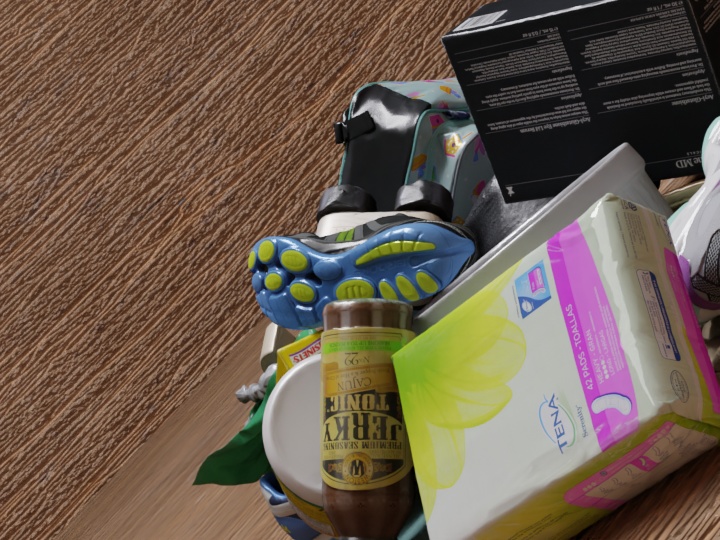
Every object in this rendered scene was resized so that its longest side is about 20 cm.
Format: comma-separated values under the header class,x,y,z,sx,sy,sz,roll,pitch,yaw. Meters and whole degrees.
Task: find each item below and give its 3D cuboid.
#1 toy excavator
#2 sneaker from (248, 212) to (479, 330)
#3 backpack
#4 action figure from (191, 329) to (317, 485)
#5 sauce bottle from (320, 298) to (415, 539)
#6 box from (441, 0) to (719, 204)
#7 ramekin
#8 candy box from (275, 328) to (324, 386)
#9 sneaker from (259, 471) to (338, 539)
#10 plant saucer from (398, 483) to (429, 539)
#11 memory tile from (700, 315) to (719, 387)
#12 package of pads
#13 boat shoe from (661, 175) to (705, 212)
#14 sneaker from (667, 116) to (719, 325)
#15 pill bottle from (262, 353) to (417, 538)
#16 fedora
class,x,y,z,sx,sy,sz,roll,pitch,yaw
toy excavator,-0.004,0.030,1.378,0.194,0.200,0.100,-1,50,13
sneaker,0.000,0.000,1.198,0.199,0.071,0.083,-8,4,38
backpack,0.081,-0.080,1.465,0.200,0.153,0.176,-18,-58,-54
action figure,-0.066,0.114,1.398,0.118,0.055,0.200,-9,-32,-30
sauce bottle,0.006,0.119,1.070,0.065,0.065,0.200,152,119,-67
box,0.179,-0.137,1.196,0.200,0.141,0.079,-7,23,37
ramekin,0.138,0.015,1.133,0.200,0.105,0.200,-40,-1,0
candy box,-0.017,0.082,1.282,0.102,0.026,0.200,-27,-17,-13
sneaker,-0.003,0.158,1.376,0.200,0.082,0.074,-41,5,22
plant saucer,0.063,0.164,1.122,0.201,0.039,0.201,-45,7,7
memory tile,0.218,0.043,1.022,0.200,0.017,0.153,-48,8,-31
package of pads,0.112,0.074,0.968,0.200,0.068,0.155,-40,47,37
boat shoe,0.229,-0.022,1.218,0.073,0.063,0.200,-20,-9,-40
sneaker,0.264,-0.057,1.006,0.140,0.078,0.200,-31,24,57
pill bottle,-0.007,0.137,1.223,0.113,0.113,0.200,-46,-15,-12
fedora,0.149,-0.040,1.353,0.200,0.092,0.201,-37,-21,-17
